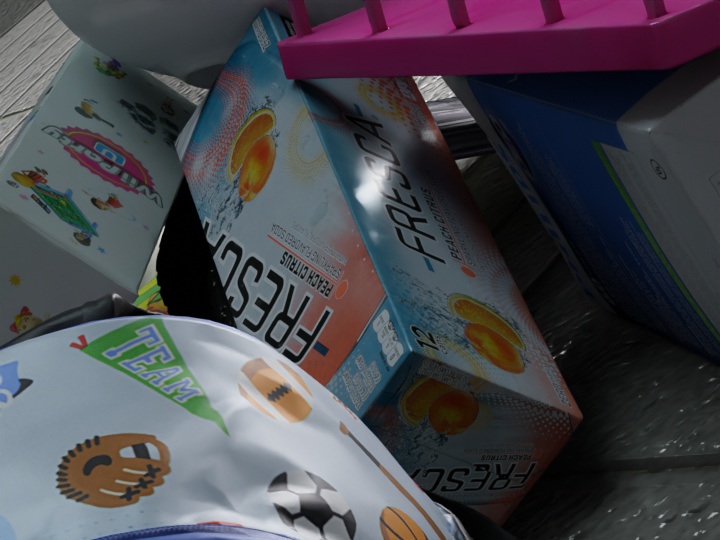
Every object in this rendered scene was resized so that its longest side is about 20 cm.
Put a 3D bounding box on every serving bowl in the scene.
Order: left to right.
[{"bbox_3d":[-0.025,-0.104,0.935,0.198,0.066,0.200,-3,-6,0],"label":"serving bowl"}]

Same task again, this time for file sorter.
[{"bbox_3d":[0.065,-0.139,0.755,0.138,0.126,0.200,-24,15,-28],"label":"file sorter"}]

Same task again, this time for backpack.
[{"bbox_3d":[-0.049,0.110,0.519,0.199,0.191,0.154,-33,32,4],"label":"backpack"}]

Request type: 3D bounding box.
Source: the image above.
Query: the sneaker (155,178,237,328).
[{"bbox_3d":[-0.022,0.004,0.945,0.076,0.087,0.200,-62,20,24],"label":"sneaker"}]

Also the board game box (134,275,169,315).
[{"bbox_3d":[-0.067,0.034,1.028,0.200,0.048,0.101,-42,17,-24],"label":"board game box"}]

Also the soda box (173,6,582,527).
[{"bbox_3d":[0.000,0.000,0.811,0.064,0.068,0.200,-54,32,22],"label":"soda box"}]

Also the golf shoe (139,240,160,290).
[{"bbox_3d":[-0.170,0.033,1.145,0.200,0.097,0.078,-39,19,-12],"label":"golf shoe"}]

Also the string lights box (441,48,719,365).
[{"bbox_3d":[0.099,-0.029,0.786,0.059,0.103,0.200,-37,17,-6],"label":"string lights box"}]

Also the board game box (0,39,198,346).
[{"bbox_3d":[-0.130,0.012,0.927,0.148,0.064,0.200,-54,9,19],"label":"board game box"}]

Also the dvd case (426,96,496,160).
[{"bbox_3d":[0.045,-0.059,1.028,0.148,0.016,0.200,-11,6,-23],"label":"dvd case"}]
